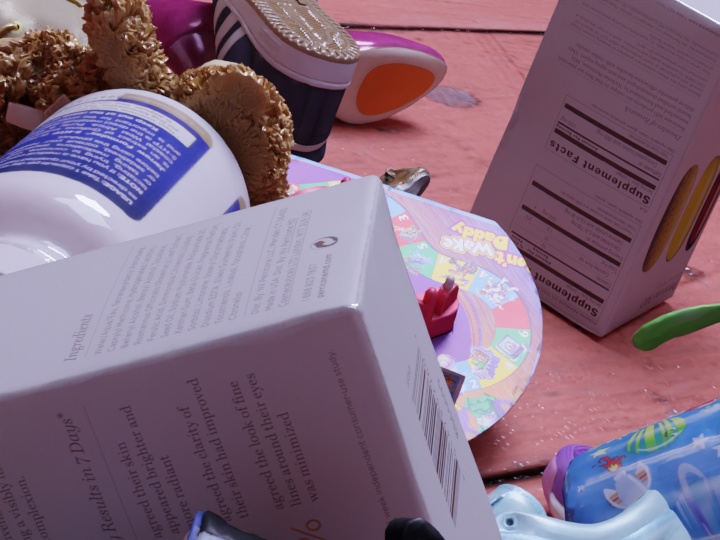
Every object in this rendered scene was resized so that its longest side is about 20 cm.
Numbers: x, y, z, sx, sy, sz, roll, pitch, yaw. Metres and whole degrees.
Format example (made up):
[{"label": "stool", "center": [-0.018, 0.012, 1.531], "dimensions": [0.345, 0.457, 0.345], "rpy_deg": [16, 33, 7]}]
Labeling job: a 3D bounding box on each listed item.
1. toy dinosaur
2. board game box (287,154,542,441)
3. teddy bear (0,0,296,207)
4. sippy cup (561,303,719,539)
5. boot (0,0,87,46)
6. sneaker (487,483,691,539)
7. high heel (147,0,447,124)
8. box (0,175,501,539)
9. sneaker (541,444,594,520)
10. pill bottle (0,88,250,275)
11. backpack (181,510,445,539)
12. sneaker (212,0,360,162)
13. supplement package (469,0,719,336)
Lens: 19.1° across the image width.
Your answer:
[{"label": "toy dinosaur", "center": [-0.013, 0.003, 1.145], "dimensions": [0.106, 0.061, 0.200], "rpy_deg": [23, 32, 28]}, {"label": "board game box", "center": [0.000, 0.000, 1.073], "dimensions": [0.198, 0.039, 0.159], "rpy_deg": [19, 49, 2]}, {"label": "teddy bear", "center": [-0.126, -0.079, 1.063], "dimensions": [0.198, 0.146, 0.067], "rpy_deg": [-12, 22, 20]}, {"label": "sippy cup", "center": [0.161, 0.115, 0.938], "dimensions": [0.129, 0.140, 0.179], "rpy_deg": [-14, 37, 12]}, {"label": "boot", "center": [-0.193, -0.116, 1.180], "dimensions": [0.154, 0.073, 0.200], "rpy_deg": [16, 24, -15]}, {"label": "sneaker", "center": [0.045, 0.131, 0.847], "dimensions": [0.198, 0.074, 0.083], "rpy_deg": [-6, 66, -26]}, {"label": "high heel", "center": [-0.042, -0.144, 1.374], "dimensions": [0.199, 0.068, 0.096], "rpy_deg": [-10, 49, -29]}, {"label": "box", "center": [-0.068, 0.078, 0.713], "dimensions": [0.198, 0.153, 0.107], "rpy_deg": [-14, 23, 11]}, {"label": "sneaker", "center": [0.187, 0.117, 1.028], "dimensions": [0.199, 0.089, 0.081], "rpy_deg": [21, 26, -2]}, {"label": "pill bottle", "center": [-0.130, 0.003, 0.946], "dimensions": [0.119, 0.120, 0.200], "rpy_deg": [25, 25, 4]}, {"label": "backpack", "center": [-0.061, 0.182, 0.590], "dimensions": [0.153, 0.201, 0.191], "rpy_deg": [12, 35, -1]}, {"label": "sneaker", "center": [-0.060, -0.114, 1.261], "dimensions": [0.070, 0.109, 0.200], "rpy_deg": [10, 22, -21]}, {"label": "supplement package", "center": [0.158, -0.082, 1.259], "dimensions": [0.109, 0.201, 0.114], "rpy_deg": [32, 27, 21]}]
